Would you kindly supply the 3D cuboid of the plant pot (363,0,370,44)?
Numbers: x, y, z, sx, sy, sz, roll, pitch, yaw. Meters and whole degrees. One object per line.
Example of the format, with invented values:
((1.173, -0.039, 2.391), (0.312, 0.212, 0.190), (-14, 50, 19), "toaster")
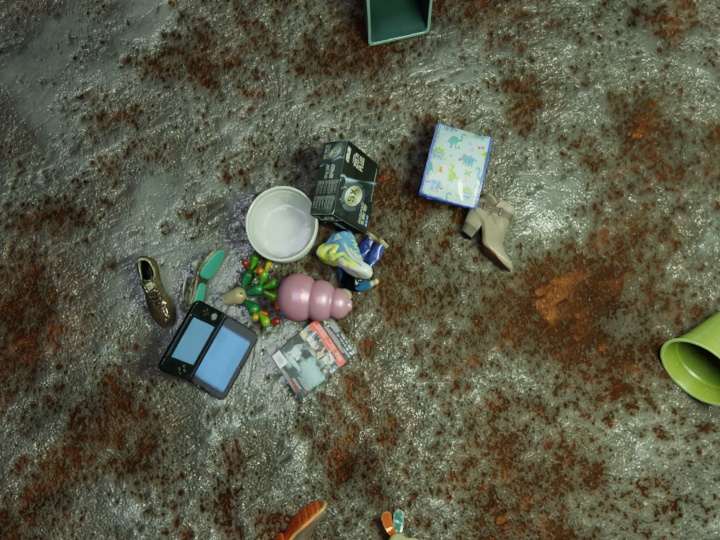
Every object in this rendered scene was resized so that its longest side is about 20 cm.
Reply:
((0.091, -0.819, 1.541), (0.190, 0.197, 0.206), (-13, 71, -2), "plant pot")

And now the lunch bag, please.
((0.260, -0.276, 1.469), (0.165, 0.128, 0.205), (14, 69, 5), "lunch bag")

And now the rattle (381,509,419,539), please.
((0.101, 0.732, 1.350), (0.129, 0.145, 0.200), (-30, 62, -36), "rattle")

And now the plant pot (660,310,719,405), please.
((0.920, 0.205, 1.368), (0.188, 0.201, 0.202), (-35, 81, -19), "plant pot")

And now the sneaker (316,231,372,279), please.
((-0.031, -0.053, 1.427), (0.197, 0.076, 0.107), (23, 76, 36), "sneaker")

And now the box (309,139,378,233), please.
((-0.040, -0.221, 1.438), (0.084, 0.162, 0.206), (4, 77, 36), "box")

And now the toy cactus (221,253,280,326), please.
((-0.299, 0.062, 1.444), (0.160, 0.102, 0.206), (-15, 89, 8), "toy cactus")

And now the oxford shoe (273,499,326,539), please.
((-0.149, 0.671, 1.351), (0.200, 0.071, 0.073), (-44, 102, -2), "oxford shoe")

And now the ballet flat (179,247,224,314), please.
((-0.446, 0.021, 1.462), (0.074, 0.068, 0.205), (19, 83, 20), "ballet flat")

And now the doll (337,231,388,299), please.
((0.000, 0.000, 1.462), (0.135, 0.048, 0.203), (31, 84, 26), "doll")

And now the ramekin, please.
((-0.209, -0.116, 1.459), (0.193, 0.105, 0.207), (0, 80, 1), "ramekin")

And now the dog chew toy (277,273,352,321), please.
((-0.118, 0.079, 1.410), (0.194, 0.125, 0.129), (9, 80, 7), "dog chew toy")

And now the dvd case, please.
((-0.127, 0.228, 1.442), (0.198, 0.022, 0.147), (-38, 82, -7), "dvd case")

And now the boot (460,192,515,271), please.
((0.379, -0.116, 1.473), (0.199, 0.070, 0.147), (42, 81, 7), "boot")

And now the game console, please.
((-0.398, 0.212, 1.403), (0.114, 0.176, 0.204), (22, 79, 33), "game console")

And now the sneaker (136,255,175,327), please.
((-0.567, 0.057, 1.447), (0.069, 0.076, 0.204), (-24, 80, -4), "sneaker")
